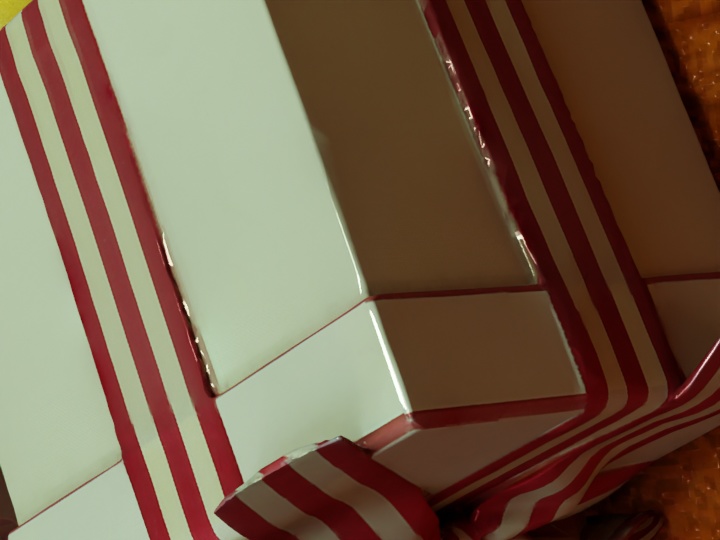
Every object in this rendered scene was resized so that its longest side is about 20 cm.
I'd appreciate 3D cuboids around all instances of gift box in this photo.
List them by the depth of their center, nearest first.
[{"bbox_3d":[0.000,0.000,0.710,0.200,0.184,0.187,-35,69,46],"label":"gift box"}]

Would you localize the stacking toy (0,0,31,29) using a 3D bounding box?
[{"bbox_3d":[-0.115,-0.126,0.862,0.146,0.146,0.200,38,135,34],"label":"stacking toy"}]

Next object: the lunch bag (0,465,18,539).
[{"bbox_3d":[-0.157,0.034,0.814,0.170,0.200,0.127,32,133,22],"label":"lunch bag"}]
